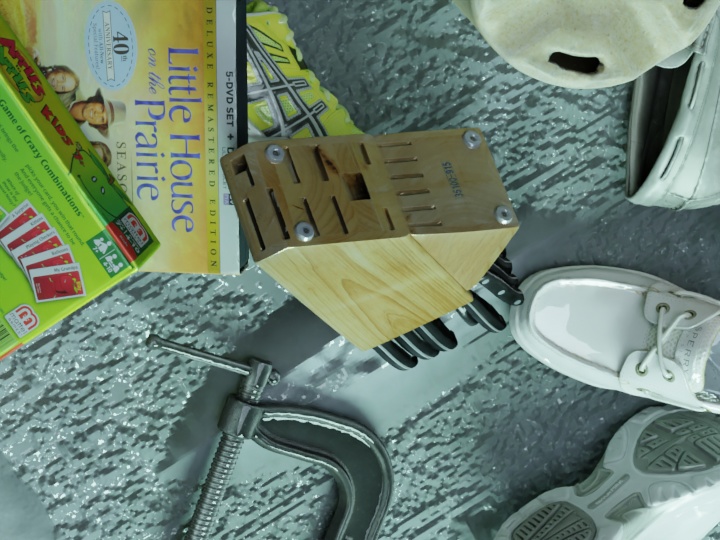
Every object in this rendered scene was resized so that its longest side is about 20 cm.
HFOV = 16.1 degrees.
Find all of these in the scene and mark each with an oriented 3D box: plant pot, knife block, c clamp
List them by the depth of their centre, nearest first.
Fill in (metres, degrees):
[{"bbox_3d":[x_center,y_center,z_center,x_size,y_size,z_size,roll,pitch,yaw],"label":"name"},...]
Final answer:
[{"bbox_3d":[0.101,-0.192,1.291,0.200,0.184,0.201,-6,123,-10],"label":"plant pot"},{"bbox_3d":[0.000,0.000,1.345,0.199,0.064,0.176,-6,150,-29],"label":"knife block"},{"bbox_3d":[-0.068,0.144,1.440,0.170,0.027,0.201,12,98,-25],"label":"c clamp"}]

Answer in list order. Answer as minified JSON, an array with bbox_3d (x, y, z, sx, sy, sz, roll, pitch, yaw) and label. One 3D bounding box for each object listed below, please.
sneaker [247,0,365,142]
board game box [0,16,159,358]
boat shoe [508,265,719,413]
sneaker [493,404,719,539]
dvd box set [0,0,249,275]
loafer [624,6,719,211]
[{"bbox_3d":[-0.049,-0.097,1.356,0.200,0.075,0.077,31,95,-23],"label":"sneaker"},{"bbox_3d":[-0.201,-0.063,1.269,0.101,0.048,0.200,-32,97,17],"label":"board game box"},{"bbox_3d":[0.185,0.043,1.450,0.199,0.069,0.071,14,89,-7],"label":"boat shoe"},{"bbox_3d":[0.165,0.151,1.496,0.200,0.078,0.100,-29,136,-16],"label":"sneaker"},{"bbox_3d":[-0.156,-0.073,1.308,0.199,0.029,0.147,3,105,9],"label":"dvd box set"},{"bbox_3d":[0.181,-0.131,1.422,0.070,0.070,0.201,-7,106,-24],"label":"loafer"}]
